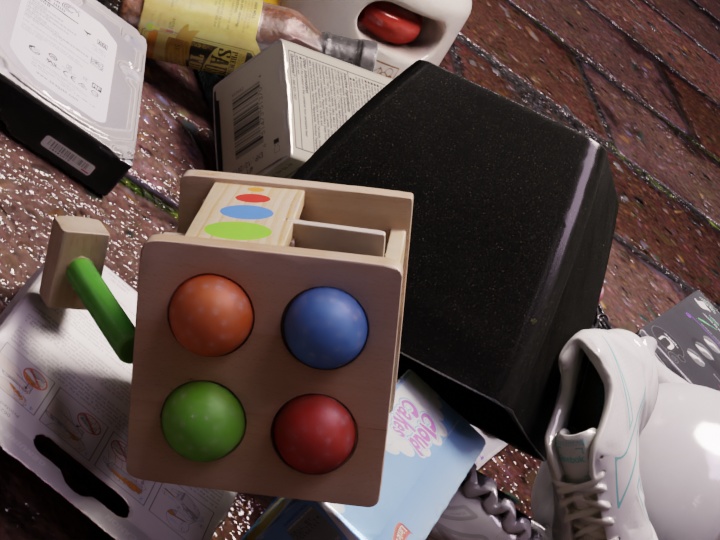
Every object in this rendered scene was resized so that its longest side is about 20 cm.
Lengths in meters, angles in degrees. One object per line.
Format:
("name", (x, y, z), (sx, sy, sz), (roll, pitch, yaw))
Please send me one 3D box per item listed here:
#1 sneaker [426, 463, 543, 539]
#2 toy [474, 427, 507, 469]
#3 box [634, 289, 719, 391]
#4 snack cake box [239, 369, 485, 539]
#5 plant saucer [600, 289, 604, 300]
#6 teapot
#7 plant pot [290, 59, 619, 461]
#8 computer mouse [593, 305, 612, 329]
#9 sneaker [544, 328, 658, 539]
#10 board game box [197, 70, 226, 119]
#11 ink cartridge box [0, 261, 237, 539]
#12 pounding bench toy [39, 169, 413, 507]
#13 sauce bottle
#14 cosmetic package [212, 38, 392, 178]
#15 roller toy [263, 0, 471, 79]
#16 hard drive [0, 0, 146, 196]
("sneaker", (0.041, 0.143, 1.180), (0.200, 0.081, 0.075), (45, -6, 2))
("toy", (0.107, 0.069, 1.416), (0.115, 0.047, 0.200), (66, 19, 1))
("box", (0.245, 0.105, 1.531), (0.106, 0.122, 0.200), (48, 22, 9))
("snack cake box", (-0.012, 0.141, 1.043), (0.067, 0.115, 0.200), (44, 22, 1))
("plant saucer", (0.120, -0.035, 1.585), (0.200, 0.051, 0.201), (25, 14, -7))
("teapot", (0.180, 0.153, 1.289), (0.146, 0.198, 0.200), (31, 5, 14))
("plant pot", (0.061, -0.015, 1.203), (0.199, 0.178, 0.200), (27, -7, 17))
("computer mouse", (0.170, 0.020, 1.653), (0.200, 0.046, 0.141), (16, 36, -49))
("sneaker", (0.141, 0.133, 1.163), (0.080, 0.070, 0.201), (15, 72, -60))
("board game box", (-0.073, -0.135, 1.536), (0.135, 0.028, 0.200), (27, 28, -37))
("ink cartridge box", (-0.139, 0.084, 1.027), (0.161, 0.050, 0.200), (41, 27, -9))
("pounding bench toy", (-0.080, 0.029, 0.958), (0.200, 0.124, 0.156), (6, 17, 3))
("sauce bottle", (-0.087, -0.177, 1.442), (0.200, 0.066, 0.066), (12, 28, -4))
("cosmetic package", (-0.007, -0.089, 1.430), (0.200, 0.087, 0.104), (16, 58, -38))
("roller toy", (-0.015, -0.215, 1.554), (0.182, 0.140, 0.200), (35, 20, 6))
("hard drive", (-0.215, -0.147, 1.306), (0.140, 0.038, 0.200), (35, 23, -21))
